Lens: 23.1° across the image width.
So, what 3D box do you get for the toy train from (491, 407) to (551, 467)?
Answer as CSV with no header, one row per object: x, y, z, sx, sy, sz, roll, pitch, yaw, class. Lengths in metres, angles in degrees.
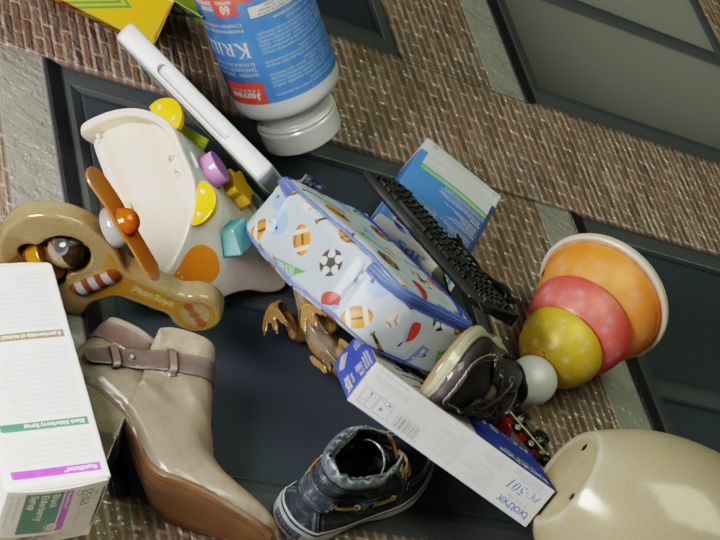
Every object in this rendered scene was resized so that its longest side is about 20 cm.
0.152,0.163,1.669,0.200,0.034,0.046,50,40,13,toy train

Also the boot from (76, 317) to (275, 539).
-0.143,0.118,1.392,0.199,0.070,0.147,24,51,-7,boot

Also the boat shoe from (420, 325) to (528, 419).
0.105,0.093,1.498,0.065,0.072,0.200,40,6,13,boat shoe

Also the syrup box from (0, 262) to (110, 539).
-0.252,0.097,1.307,0.081,0.079,0.201,-3,53,-25,syrup box

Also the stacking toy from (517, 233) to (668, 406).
0.205,0.066,1.750,0.146,0.146,0.200,44,46,4,stacking toy

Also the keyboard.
0.086,-0.019,1.667,0.127,0.021,0.200,27,20,-53,keyboard

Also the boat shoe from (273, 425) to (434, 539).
0.017,0.166,1.490,0.071,0.091,0.200,51,36,13,boat shoe

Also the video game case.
-0.140,-0.139,1.630,0.182,0.022,0.200,46,-1,6,video game case

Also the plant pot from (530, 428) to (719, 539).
0.225,0.215,1.529,0.134,0.200,0.201,37,35,-15,plant pot

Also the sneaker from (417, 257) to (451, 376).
0.055,0.089,1.642,0.077,0.088,0.201,63,15,-69,sneaker

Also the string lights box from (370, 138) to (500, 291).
0.065,-0.043,1.781,0.103,0.059,0.200,39,36,-4,string lights box

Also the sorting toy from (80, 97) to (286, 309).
-0.137,-0.055,1.598,0.180,0.107,0.201,25,34,-53,sorting toy

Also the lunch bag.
0.000,0.000,1.539,0.160,0.076,0.200,23,18,-51,lunch bag

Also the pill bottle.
-0.085,-0.216,1.710,0.112,0.112,0.201,-73,149,-52,pill bottle

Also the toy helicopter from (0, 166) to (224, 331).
-0.196,-0.005,1.435,0.199,0.132,0.079,23,39,-24,toy helicopter

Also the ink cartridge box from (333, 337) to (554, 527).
0.071,0.136,1.522,0.200,0.044,0.094,37,7,-15,ink cartridge box

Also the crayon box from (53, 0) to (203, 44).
-0.258,-0.268,1.672,0.199,0.051,0.127,25,1,-21,crayon box

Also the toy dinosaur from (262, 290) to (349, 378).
-0.046,0.045,1.606,0.201,0.060,0.106,63,14,24,toy dinosaur

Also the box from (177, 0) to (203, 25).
-0.200,-0.329,1.786,0.200,0.048,0.122,54,12,33,box
